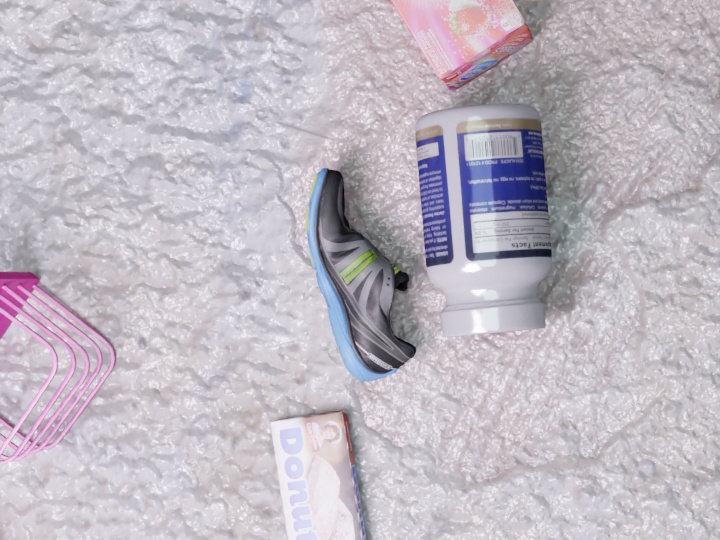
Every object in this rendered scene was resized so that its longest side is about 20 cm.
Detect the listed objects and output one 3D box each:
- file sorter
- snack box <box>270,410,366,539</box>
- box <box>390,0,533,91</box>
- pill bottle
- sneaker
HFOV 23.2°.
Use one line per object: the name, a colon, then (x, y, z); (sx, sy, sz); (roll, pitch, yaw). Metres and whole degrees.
file sorter: (-0.323, 0.093, 1.604); (0.125, 0.200, 0.139); (36, 94, 6)
snack box: (-0.034, 0.235, 1.638); (0.071, 0.024, 0.201); (-9, 87, 10)
box: (0.066, -0.275, 1.600); (0.094, 0.103, 0.201); (-32, 84, 7)
pill bottle: (0.112, -0.043, 1.578); (0.115, 0.116, 0.201); (-4, 88, 9)
sneaker: (0.000, 0.000, 1.623); (0.082, 0.071, 0.201); (-18, 90, 3)
